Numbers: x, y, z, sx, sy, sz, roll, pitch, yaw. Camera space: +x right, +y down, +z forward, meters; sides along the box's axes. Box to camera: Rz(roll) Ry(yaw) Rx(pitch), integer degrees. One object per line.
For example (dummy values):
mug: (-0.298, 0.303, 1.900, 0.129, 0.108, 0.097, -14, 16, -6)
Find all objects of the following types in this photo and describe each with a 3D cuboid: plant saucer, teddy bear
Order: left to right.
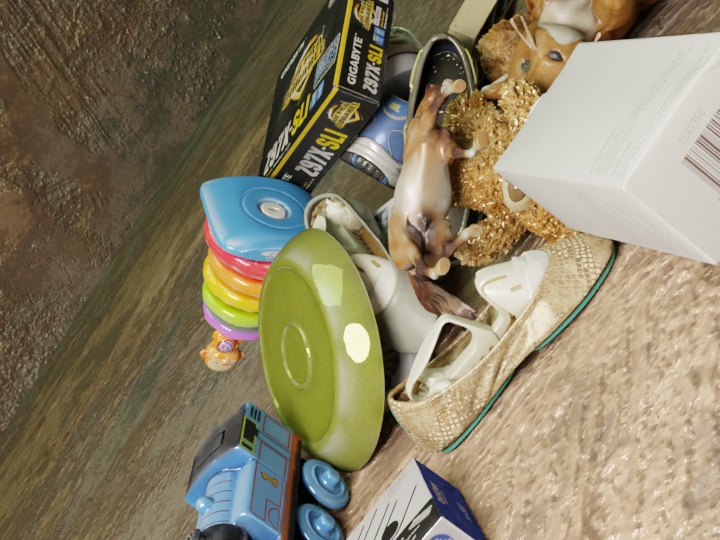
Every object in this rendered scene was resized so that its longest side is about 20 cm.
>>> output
plant saucer: (-0.040, 0.066, 1.009, 0.200, 0.031, 0.200, 27, 121, 59)
teddy bear: (0.105, -0.079, 0.964, 0.145, 0.067, 0.200, -49, 36, 16)

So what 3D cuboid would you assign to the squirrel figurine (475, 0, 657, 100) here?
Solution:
squirrel figurine: (0.175, -0.202, 1.065, 0.200, 0.141, 0.187, 116, 173, -76)

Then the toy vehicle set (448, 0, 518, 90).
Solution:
toy vehicle set: (0.118, -0.222, 1.236, 0.124, 0.027, 0.200, -60, -11, -21)

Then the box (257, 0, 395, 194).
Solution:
box: (-0.034, -0.170, 1.166, 0.200, 0.049, 0.160, 134, 148, -54)

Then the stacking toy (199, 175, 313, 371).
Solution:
stacking toy: (-0.109, 0.021, 1.160, 0.200, 0.116, 0.110, -66, 32, 33)

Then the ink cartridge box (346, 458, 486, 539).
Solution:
ink cartridge box: (-0.005, 0.222, 0.792, 0.200, 0.044, 0.094, -52, 14, 6)

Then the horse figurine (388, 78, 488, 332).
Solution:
horse figurine: (0.056, -0.055, 0.929, 0.133, 0.050, 0.200, 171, 103, -73)

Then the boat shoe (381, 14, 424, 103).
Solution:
boat shoe: (0.035, -0.207, 1.223, 0.075, 0.086, 0.202, -32, -5, 17)

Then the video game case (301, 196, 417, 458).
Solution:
video game case: (-0.009, 0.050, 1.083, 0.200, 0.023, 0.182, -36, 45, 47)

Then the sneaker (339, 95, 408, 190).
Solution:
sneaker: (0.046, -0.115, 1.200, 0.077, 0.076, 0.200, -61, -12, 6)

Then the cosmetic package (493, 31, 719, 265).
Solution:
cosmetic package: (0.174, -0.080, 0.780, 0.113, 0.081, 0.200, -54, 16, -1)

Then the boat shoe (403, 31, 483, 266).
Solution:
boat shoe: (0.070, -0.105, 1.081, 0.060, 0.072, 0.202, 37, -126, -76)

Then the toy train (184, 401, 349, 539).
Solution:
toy train: (-0.074, 0.190, 0.924, 0.087, 0.114, 0.200, -47, 17, 21)

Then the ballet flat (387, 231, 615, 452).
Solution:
ballet flat: (0.092, 0.039, 0.863, 0.200, 0.065, 0.071, -51, 18, 7)

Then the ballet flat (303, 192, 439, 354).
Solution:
ballet flat: (0.000, 0.000, 1.010, 0.067, 0.064, 0.200, -59, 33, 18)
